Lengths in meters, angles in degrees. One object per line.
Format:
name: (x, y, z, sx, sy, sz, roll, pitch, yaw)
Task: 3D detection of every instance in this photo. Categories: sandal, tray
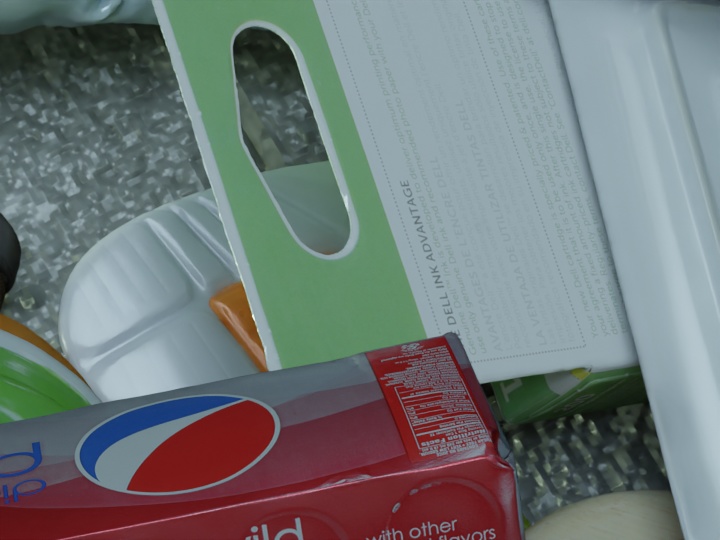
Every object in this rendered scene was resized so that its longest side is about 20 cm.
sandal: (0.004, 0.007, 0.796, 0.206, 0.059, 0.079, -22, 77, -32)
tray: (0.116, 0.006, 0.749, 0.107, 0.022, 0.201, 4, 64, -36)

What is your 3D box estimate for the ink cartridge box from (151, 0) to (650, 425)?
ink cartridge box: (0.030, -0.032, 0.752, 0.199, 0.048, 0.146, -8, 72, -35)

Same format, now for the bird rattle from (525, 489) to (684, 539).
bird rattle: (0.062, 0.122, 0.720, 0.162, 0.113, 0.200, -20, 64, -28)

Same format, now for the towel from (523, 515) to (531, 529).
towel: (0.060, 0.156, 0.751, 0.086, 0.018, 0.200, -32, 71, -14)

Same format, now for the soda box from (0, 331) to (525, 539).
soda box: (-0.064, 0.074, 0.612, 0.199, 0.070, 0.063, -11, 23, -5)

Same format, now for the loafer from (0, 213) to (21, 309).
loafer: (-0.197, 0.008, 0.778, 0.199, 0.073, 0.071, 3, 66, 0)

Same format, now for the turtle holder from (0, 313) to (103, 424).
turtle holder: (-0.130, 0.090, 0.715, 0.140, 0.132, 0.186, 14, 110, -15)

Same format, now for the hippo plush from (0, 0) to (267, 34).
hippo plush: (-0.085, -0.156, 0.782, 0.199, 0.161, 0.160, -15, 57, -23)
